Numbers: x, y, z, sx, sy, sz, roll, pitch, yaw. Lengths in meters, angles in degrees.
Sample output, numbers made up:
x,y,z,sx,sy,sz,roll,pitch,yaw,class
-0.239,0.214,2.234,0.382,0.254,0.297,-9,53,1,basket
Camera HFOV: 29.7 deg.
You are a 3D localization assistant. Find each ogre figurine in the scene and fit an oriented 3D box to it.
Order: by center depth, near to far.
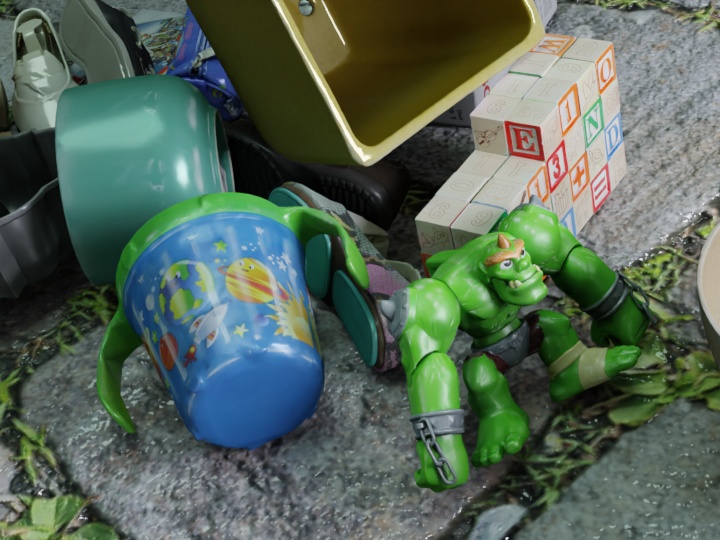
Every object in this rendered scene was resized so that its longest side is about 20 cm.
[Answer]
x,y,z,sx,sy,sz,roll,pitch,yaw,class
0.089,0.037,0.840,0.199,0.121,0.098,-32,4,-9,ogre figurine

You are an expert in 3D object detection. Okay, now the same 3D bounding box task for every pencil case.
x,y,z,sx,sy,sz,roll,pitch,yaw,class
-0.123,-0.234,1.228,0.077,0.087,0.203,12,74,5,pencil case

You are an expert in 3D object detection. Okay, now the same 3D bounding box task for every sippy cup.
x,y,z,sx,sy,sz,roll,pitch,yaw,class
-0.085,0.041,0.900,0.138,0.179,0.131,10,37,-33,sippy cup

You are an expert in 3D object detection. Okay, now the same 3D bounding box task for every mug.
x,y,z,sx,sy,sz,roll,pitch,yaw,class
-0.159,-0.081,1.053,0.113,0.154,0.186,-8,36,3,mug

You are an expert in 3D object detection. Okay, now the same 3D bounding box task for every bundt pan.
x,y,z,sx,sy,sz,roll,pitch,yaw,class
-0.299,-0.032,1.084,0.199,0.076,0.203,-18,28,10,bundt pan

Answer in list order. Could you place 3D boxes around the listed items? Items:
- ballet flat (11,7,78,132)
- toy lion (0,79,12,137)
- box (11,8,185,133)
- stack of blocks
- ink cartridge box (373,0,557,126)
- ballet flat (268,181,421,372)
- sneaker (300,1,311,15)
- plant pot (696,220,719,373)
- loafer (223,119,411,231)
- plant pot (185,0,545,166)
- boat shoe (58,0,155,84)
x,y,z,sx,sy,sz,roll,pitch,yaw,class
-0.292,-0.181,1.235,0.069,0.070,0.201,-19,37,-5,ballet flat
-0.349,-0.183,1.203,0.068,0.194,0.200,-8,31,-15,toy lion
-0.214,-0.178,1.291,0.135,0.038,0.200,14,46,33,box
0.117,-0.067,0.969,0.058,0.116,0.200,14,46,33,stack of blocks
0.093,-0.240,1.173,0.083,0.146,0.201,7,43,27,ink cartridge box
0.000,0.000,0.976,0.070,0.070,0.200,-10,37,-25,ballet flat
-0.040,-0.234,1.266,0.076,0.082,0.200,-27,40,-19,sneaker
0.289,0.051,0.743,0.197,0.136,0.202,-10,38,8,plant pot
-0.040,-0.076,1.084,0.198,0.074,0.071,23,41,33,loafer
-0.023,-0.197,1.009,0.194,0.197,0.199,-36,15,-26,plant pot
-0.213,-0.179,1.208,0.060,0.074,0.200,8,30,-36,boat shoe
